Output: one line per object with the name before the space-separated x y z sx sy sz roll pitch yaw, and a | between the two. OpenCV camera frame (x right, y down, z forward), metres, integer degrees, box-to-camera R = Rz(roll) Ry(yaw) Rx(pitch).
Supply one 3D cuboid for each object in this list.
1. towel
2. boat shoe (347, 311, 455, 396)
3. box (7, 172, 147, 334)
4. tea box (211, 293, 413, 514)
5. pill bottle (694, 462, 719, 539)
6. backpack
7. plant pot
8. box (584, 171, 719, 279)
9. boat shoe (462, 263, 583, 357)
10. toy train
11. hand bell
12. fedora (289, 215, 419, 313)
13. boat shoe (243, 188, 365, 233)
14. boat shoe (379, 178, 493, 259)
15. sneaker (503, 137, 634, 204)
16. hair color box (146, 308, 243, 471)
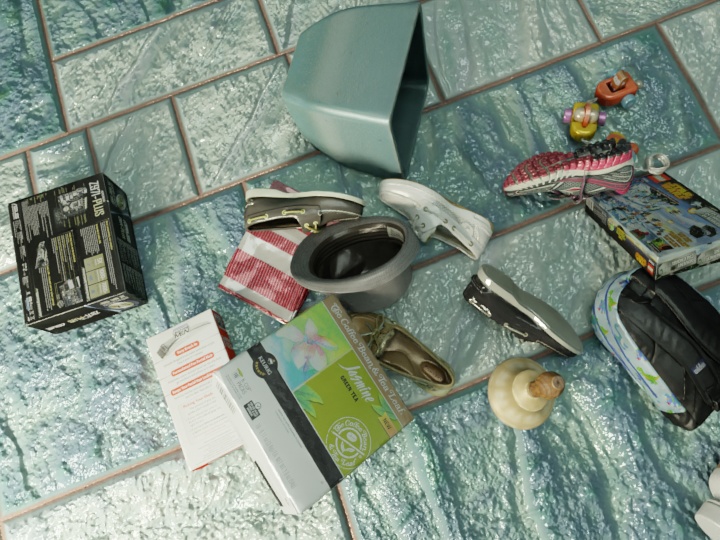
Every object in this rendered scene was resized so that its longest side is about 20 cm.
towel | -0.127 -0.032 0.914 0.141 0.023 0.204 25 78 10
boat shoe | 0.057 0.117 0.844 0.196 0.063 0.075 27 79 10
box | -0.446 -0.026 0.893 0.159 0.086 0.206 -18 75 -2
tea box | -0.070 0.181 0.766 0.194 0.134 0.202 -32 81 -26
pill bottle | 0.545 0.284 0.753 0.200 0.111 0.111 -44 77 -9
backpack | 0.427 0.089 0.805 0.163 0.154 0.200 -44 97 -6
plant pot | -0.010 -0.284 0.892 0.194 0.197 0.202 12 76 14
box | 0.439 -0.073 0.827 0.133 0.041 0.202 -15 34 0
boat shoe | 0.244 0.072 0.848 0.197 0.074 0.061 34 120 -6
toy train | 0.416 -0.244 0.911 0.146 0.056 0.206 -15 65 4
hand bell | 0.238 0.157 0.755 0.100 0.201 0.108 -1 74 2
fedora | 0.000 0.000 0.848 0.194 0.092 0.179 -11 35 14
boat shoe | -0.088 -0.087 0.880 0.194 0.072 0.063 3 79 13
boat shoe | 0.110 -0.079 0.888 0.195 0.071 0.071 25 76 7
sneaker | 0.319 -0.140 0.876 0.194 0.076 0.081 -6 33 28
hair color box | -0.231 0.176 0.843 0.108 0.064 0.205 -23 77 -4
